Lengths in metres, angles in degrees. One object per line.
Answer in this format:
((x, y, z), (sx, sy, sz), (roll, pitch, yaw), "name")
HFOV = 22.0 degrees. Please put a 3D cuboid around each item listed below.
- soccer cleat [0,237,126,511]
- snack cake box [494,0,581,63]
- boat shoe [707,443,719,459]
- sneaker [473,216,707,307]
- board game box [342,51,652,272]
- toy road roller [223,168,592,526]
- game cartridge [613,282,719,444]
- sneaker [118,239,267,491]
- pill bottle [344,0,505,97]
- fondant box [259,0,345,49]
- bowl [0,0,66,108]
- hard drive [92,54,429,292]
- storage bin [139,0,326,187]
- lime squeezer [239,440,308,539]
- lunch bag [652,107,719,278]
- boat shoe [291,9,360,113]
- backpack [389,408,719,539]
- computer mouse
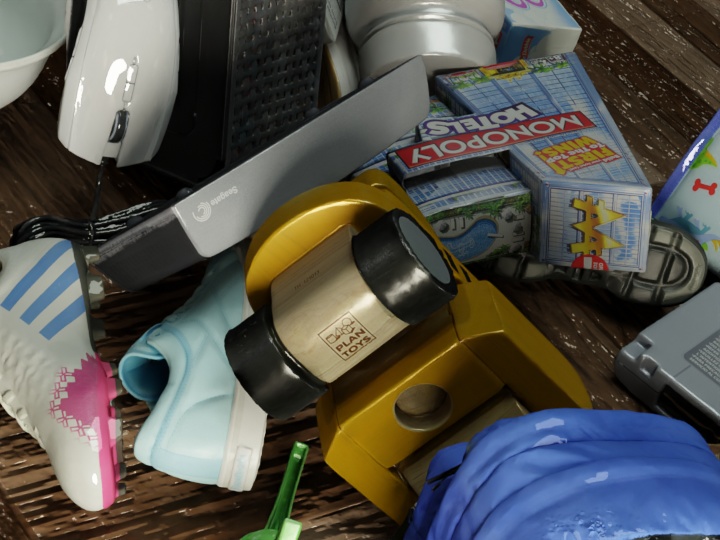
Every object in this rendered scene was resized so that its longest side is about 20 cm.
((-0.175, 0.058, 1.000), (0.086, 0.070, 0.200), (-6, 39, -11), "soccer cleat")
((0.080, -0.196, 1.432), (0.067, 0.115, 0.200), (0, 40, -31), "snack cake box")
((0.182, 0.157, 1.057), (0.072, 0.076, 0.200), (24, 25, 9), "boat shoe")
((0.140, -0.024, 1.292), (0.200, 0.075, 0.079), (20, 12, -1), "sneaker")
((0.090, -0.060, 1.173), (0.200, 0.062, 0.200), (-12, 32, -18), "board game box")
((0.022, 0.033, 1.026), (0.200, 0.123, 0.146), (44, 19, -27), "toy road roller")
((0.279, 0.093, 1.213), (0.200, 0.040, 0.133), (41, 48, 24), "game cartridge")
((-0.094, 0.041, 1.053), (0.082, 0.074, 0.200), (11, 31, -10), "sneaker")
((0.044, -0.215, 1.316), (0.113, 0.113, 0.200), (8, 64, -20), "pill bottle")
((-0.081, -0.226, 1.363), (0.144, 0.058, 0.200), (-10, 34, 16), "fondant box")
((-0.289, -0.153, 1.189), (0.201, 0.090, 0.201), (16, 35, -11), "bowl")
((-0.055, -0.055, 1.089), (0.200, 0.135, 0.042), (-35, 97, -34), "hard drive")
((-0.103, -0.168, 1.199), (0.135, 0.200, 0.094), (23, 31, 32), "storage bin")
((-0.047, 0.139, 0.956), (0.038, 0.071, 0.200), (3, 5, 0), "lime squeezer")
((0.334, -0.066, 1.315), (0.170, 0.200, 0.127), (39, 17, 24), "lunch bag")
((-0.018, -0.169, 1.378), (0.069, 0.071, 0.200), (5, 37, -20), "boat shoe")
((0.091, 0.154, 0.889), (0.162, 0.200, 0.168), (0, 40, -28), "backpack")
((-0.148, -0.101, 1.119), (0.110, 0.200, 0.044), (4, 6, -25), "computer mouse")
